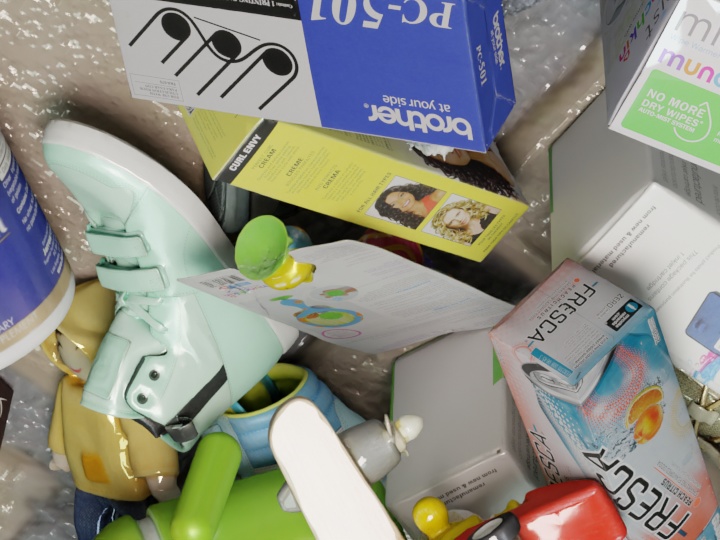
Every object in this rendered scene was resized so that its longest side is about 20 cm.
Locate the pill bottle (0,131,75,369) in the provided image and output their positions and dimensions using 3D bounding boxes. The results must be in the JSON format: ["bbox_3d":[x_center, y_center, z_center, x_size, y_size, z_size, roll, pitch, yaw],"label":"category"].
[{"bbox_3d":[-0.247,-0.046,1.581,0.115,0.116,0.201,-17,121,14],"label":"pill bottle"}]

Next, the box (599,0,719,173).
[{"bbox_3d":[0.232,-0.118,1.470,0.199,0.177,0.097,21,123,-12],"label":"box"}]

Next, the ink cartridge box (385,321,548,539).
[{"bbox_3d":[0.102,0.147,1.673,0.084,0.146,0.200,-27,119,19],"label":"ink cartridge box"}]

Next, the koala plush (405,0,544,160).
[{"bbox_3d":[0.035,-0.165,1.440,0.177,0.184,0.200,36,117,-19],"label":"koala plush"}]

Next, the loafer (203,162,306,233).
[{"bbox_3d":[-0.048,-0.109,1.566,0.062,0.072,0.201,-6,133,-17],"label":"loafer"}]

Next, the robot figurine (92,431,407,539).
[{"bbox_3d":[-0.072,0.180,1.615,0.199,0.116,0.176,-16,139,-11],"label":"robot figurine"}]

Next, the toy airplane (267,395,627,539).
[{"bbox_3d":[0.033,0.178,1.527,0.198,0.141,0.201,14,112,9],"label":"toy airplane"}]

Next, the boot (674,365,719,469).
[{"bbox_3d":[0.202,0.088,1.597,0.154,0.200,0.072,31,115,-16],"label":"boot"}]

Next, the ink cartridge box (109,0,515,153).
[{"bbox_3d":[-0.027,-0.120,1.395,0.199,0.044,0.094,10,133,23],"label":"ink cartridge box"}]

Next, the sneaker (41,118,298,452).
[{"bbox_3d":[-0.130,0.014,1.594,0.201,0.074,0.118,48,69,-26],"label":"sneaker"}]

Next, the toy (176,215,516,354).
[{"bbox_3d":[0.000,0.000,1.595,0.115,0.048,0.200,-13,163,31],"label":"toy"}]

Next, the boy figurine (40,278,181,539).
[{"bbox_3d":[-0.148,0.106,1.685,0.064,0.124,0.201,-18,115,-36],"label":"boy figurine"}]

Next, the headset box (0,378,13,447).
[{"bbox_3d":[-0.327,0.063,1.682,0.148,0.075,0.200,-33,117,22],"label":"headset box"}]

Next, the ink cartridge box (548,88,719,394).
[{"bbox_3d":[0.206,-0.006,1.565,0.199,0.146,0.088,35,118,-18],"label":"ink cartridge box"}]

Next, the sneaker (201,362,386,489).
[{"bbox_3d":[-0.079,0.124,1.714,0.199,0.080,0.131,-33,111,22],"label":"sneaker"}]

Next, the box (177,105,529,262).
[{"bbox_3d":[-0.003,-0.066,1.531,0.199,0.075,0.050,15,126,-41],"label":"box"}]

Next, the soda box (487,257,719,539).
[{"bbox_3d":[0.134,0.089,1.511,0.064,0.068,0.201,-43,138,-18],"label":"soda box"}]
